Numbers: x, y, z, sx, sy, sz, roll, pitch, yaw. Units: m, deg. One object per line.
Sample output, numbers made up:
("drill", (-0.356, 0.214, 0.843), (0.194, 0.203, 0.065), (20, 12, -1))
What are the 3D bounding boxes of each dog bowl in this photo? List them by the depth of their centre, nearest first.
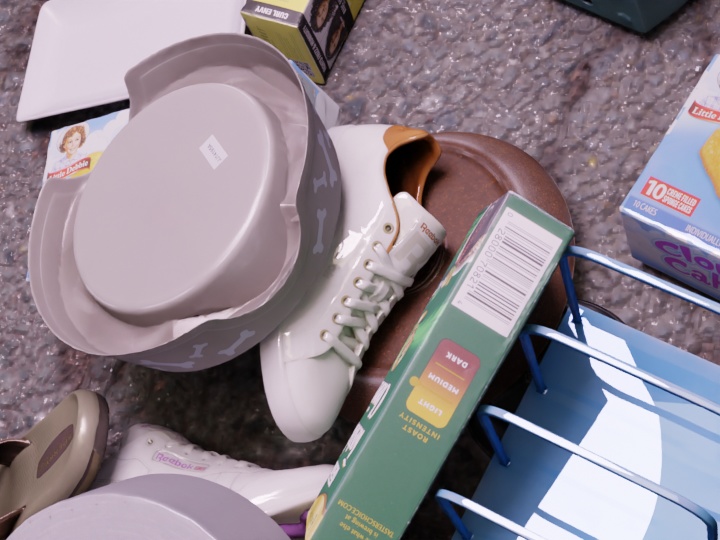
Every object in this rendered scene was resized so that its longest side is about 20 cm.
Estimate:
("dog bowl", (-0.097, -0.034, 0.778), (0.198, 0.059, 0.203), (-16, 58, 27))

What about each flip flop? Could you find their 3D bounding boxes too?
("flip flop", (-0.220, 0.140, 0.820), (0.200, 0.057, 0.082), (-45, 43, 29))

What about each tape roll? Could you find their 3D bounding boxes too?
("tape roll", (-0.114, 0.215, 0.732), (0.197, 0.066, 0.204), (0, 91, 22))

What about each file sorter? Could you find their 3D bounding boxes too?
("file sorter", (0.121, 0.110, 0.687), (0.137, 0.123, 0.202), (24, 74, 22))

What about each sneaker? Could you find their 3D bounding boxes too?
("sneaker", (0.000, 0.000, 0.781), (0.084, 0.073, 0.203), (-3, 63, 32))
("sneaker", (-0.099, 0.129, 0.807), (0.197, 0.075, 0.101), (-13, 63, 12))

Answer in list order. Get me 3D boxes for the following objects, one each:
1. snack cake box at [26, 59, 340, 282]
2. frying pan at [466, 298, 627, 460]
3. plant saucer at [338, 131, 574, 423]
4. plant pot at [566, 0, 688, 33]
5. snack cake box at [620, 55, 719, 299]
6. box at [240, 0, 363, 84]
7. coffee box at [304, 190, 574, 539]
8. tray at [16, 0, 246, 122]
("snack cake box", (-0.114, -0.049, 0.881), (0.197, 0.067, 0.117), (-12, 62, 27))
("frying pan", (0.097, 0.098, 0.786), (0.113, 0.031, 0.192), (14, 68, 25))
("plant saucer", (0.032, -0.004, 0.833), (0.198, 0.034, 0.203), (-14, 58, 24))
("plant pot", (0.189, -0.269, 0.872), (0.140, 0.141, 0.202), (30, 85, 28))
("snack cake box", (0.260, -0.025, 0.757), (0.198, 0.067, 0.116), (28, 77, 27))
("box", (-0.013, -0.238, 0.957), (0.050, 0.075, 0.202), (17, 71, 22))
("coffee box", (0.037, 0.059, 0.708), (0.044, 0.123, 0.202), (30, 88, 0))
("tray", (-0.159, -0.165, 0.983), (0.197, 0.022, 0.109), (-8, 63, 28))
